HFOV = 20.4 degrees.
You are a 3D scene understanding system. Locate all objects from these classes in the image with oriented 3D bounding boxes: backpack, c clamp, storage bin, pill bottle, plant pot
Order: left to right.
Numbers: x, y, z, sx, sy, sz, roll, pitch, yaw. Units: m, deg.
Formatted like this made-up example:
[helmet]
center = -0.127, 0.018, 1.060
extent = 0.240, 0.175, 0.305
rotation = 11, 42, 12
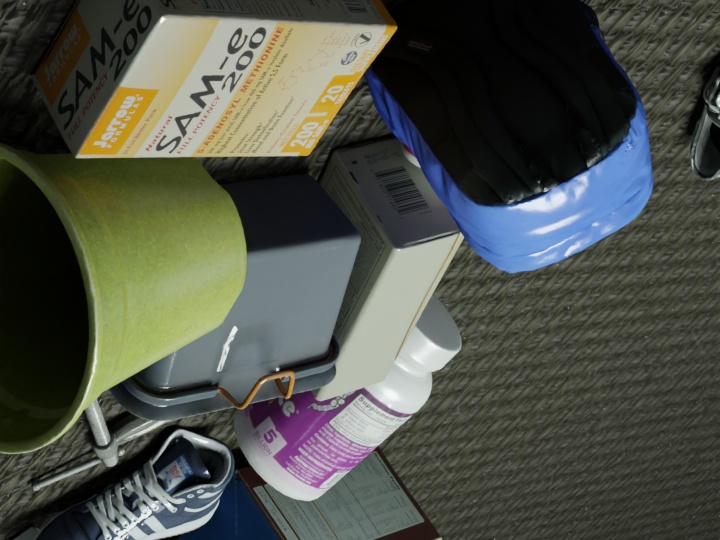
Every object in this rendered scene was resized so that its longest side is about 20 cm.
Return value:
[plant pot]
center = -0.180, -0.002, 1.316
extent = 0.183, 0.201, 0.201
rotation = -19, 154, -50
[c clamp]
center = -0.197, 0.109, 1.645
extent = 0.170, 0.027, 0.201
rotation = -23, 153, -16
[storage bin]
center = -0.093, 0.016, 1.486
extent = 0.199, 0.146, 0.135
rotation = -10, 137, -37
[pill bottle]
center = -0.009, 0.099, 1.735
extent = 0.200, 0.113, 0.112
rotation = -43, 152, 22
[backpack]
center = 0.116, -0.100, 1.397
extent = 0.162, 0.201, 0.168
rotation = -33, 143, -2

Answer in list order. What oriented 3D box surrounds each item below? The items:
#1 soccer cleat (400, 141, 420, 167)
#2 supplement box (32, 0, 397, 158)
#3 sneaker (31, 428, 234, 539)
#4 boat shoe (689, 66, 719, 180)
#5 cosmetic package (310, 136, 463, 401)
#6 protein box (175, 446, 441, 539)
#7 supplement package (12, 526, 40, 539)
[soccer cleat]
center = 0.109, -0.096, 1.576
extent = 0.199, 0.069, 0.086
rotation = -17, 147, -37
[supplement box]
center = -0.091, -0.138, 1.275
extent = 0.199, 0.074, 0.126
rotation = -4, 142, -43
[sneaker]
center = -0.198, 0.205, 1.759
extent = 0.199, 0.070, 0.109
rotation = -21, 158, -36
[boat shoe]
center = 0.327, -0.144, 1.720
extent = 0.068, 0.074, 0.200
rotation = -36, 167, -23
[cosmetic package]
center = 0.000, 0.000, 1.583
extent = 0.073, 0.104, 0.201
rotation = -15, 151, -31
[protein box]
center = -0.069, 0.282, 1.937
extent = 0.199, 0.135, 0.199
rotation = -10, 148, -50
[supplement package]
center = -0.330, 0.348, 1.820
extent = 0.199, 0.111, 0.156
rotation = -32, 154, 2
